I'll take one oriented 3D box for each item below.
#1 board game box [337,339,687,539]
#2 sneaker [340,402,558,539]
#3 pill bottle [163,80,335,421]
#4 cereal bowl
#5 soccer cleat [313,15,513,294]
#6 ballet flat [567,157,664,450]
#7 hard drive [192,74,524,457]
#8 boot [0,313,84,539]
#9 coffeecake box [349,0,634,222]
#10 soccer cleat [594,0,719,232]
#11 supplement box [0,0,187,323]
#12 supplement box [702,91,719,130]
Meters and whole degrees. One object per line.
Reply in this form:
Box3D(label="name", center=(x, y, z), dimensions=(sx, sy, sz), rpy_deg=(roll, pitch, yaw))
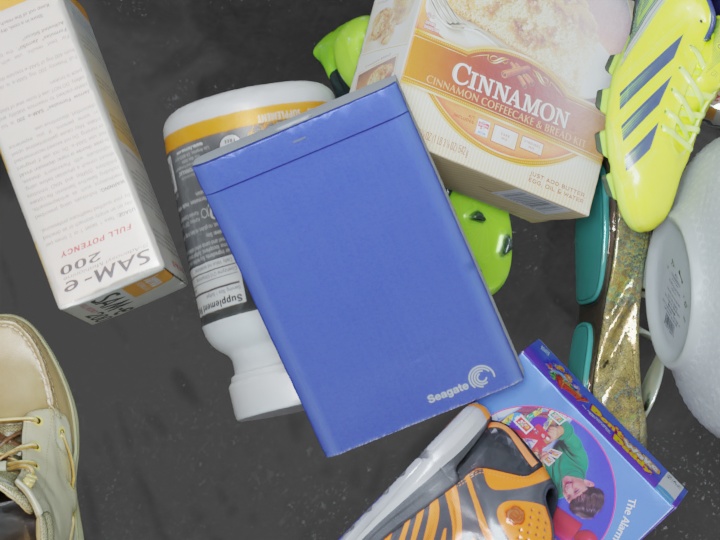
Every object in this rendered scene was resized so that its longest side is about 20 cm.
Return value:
Box3D(label="board game box", center=(0.087, 0.162, 1.573), dimensions=(0.134, 0.045, 0.200), rpy_deg=(46, 109, 6))
Box3D(label="sneaker", center=(0.043, 0.183, 1.495), dimensions=(0.112, 0.078, 0.200), rpy_deg=(44, 80, 4))
Box3D(label="pill bottle", center=(-0.053, -0.011, 1.594), dimensions=(0.116, 0.116, 0.201), rpy_deg=(-13, 84, 3))
Box3D(label="cereal bowl", center=(0.225, 0.011, 1.515), dimensions=(0.083, 0.200, 0.201), rpy_deg=(-1, 85, -11))
Box3D(label="soccer cleat", center=(0.036, -0.073, 1.623), dimensions=(0.067, 0.081, 0.201), rpy_deg=(-34, 104, -26))
Box3D(label="ballet flat", center=(0.167, 0.028, 1.606), dimensions=(0.070, 0.071, 0.201), rpy_deg=(5, 86, 4))
Box3D(label="hard drive", center=(0.000, 0.000, 1.498), dimensions=(0.131, 0.025, 0.201), rpy_deg=(-22, 107, 8))
Box3D(label="boot", center=(-0.223, 0.122, 1.574), dimensions=(0.072, 0.155, 0.201), rpy_deg=(-8, 84, 3))
Box3D(label="coffeecake box", center=(0.088, -0.150, 1.566), dimensions=(0.153, 0.073, 0.201), rpy_deg=(20, 78, -26))
Box3D(label="soccer cleat", center=(0.195, -0.119, 1.516), dimensions=(0.083, 0.065, 0.201), rpy_deg=(2, 67, 26))
Box3D(label="supplement box", center=(-0.184, -0.074, 1.597), dimensions=(0.073, 0.126, 0.201), rpy_deg=(-22, 83, 1))
Box3D(label="supplement box", center=(0.253, -0.191, 1.609), dimensions=(0.125, 0.074, 0.201), rpy_deg=(18, 87, 6))
